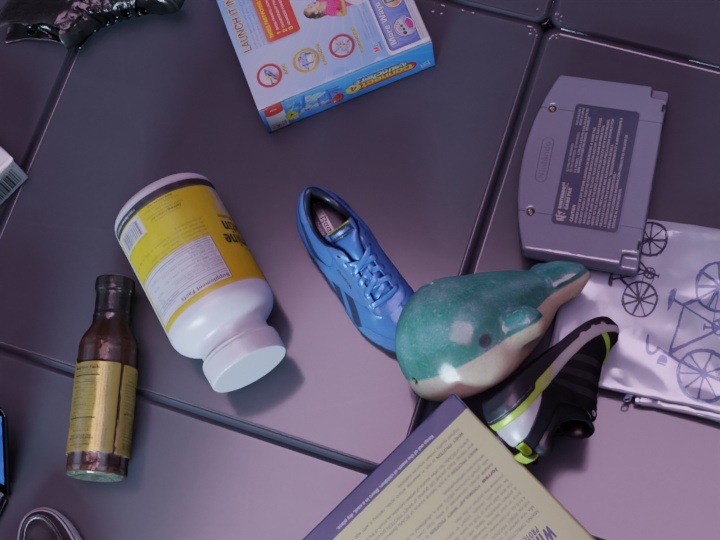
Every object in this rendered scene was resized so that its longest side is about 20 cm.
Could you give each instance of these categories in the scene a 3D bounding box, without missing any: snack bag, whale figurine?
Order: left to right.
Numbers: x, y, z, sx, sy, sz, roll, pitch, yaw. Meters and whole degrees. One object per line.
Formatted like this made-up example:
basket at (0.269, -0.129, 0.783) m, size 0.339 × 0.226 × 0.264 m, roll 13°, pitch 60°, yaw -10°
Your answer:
whale figurine at (0.118, 0.036, 1.253) m, size 0.199 × 0.159 × 0.104 m, roll -34°, pitch 99°, yaw -20°
snack bag at (0.285, 0.041, 1.300) m, size 0.197 × 0.021 × 0.191 m, roll 10°, pitch 73°, yaw 14°

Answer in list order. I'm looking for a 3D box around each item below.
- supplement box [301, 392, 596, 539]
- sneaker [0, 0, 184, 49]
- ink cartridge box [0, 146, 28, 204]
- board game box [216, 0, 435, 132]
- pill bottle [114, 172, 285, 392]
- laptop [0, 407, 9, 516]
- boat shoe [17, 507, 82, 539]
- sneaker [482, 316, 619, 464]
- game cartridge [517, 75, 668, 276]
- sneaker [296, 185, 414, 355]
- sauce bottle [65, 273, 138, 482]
supplement box at (0.085, 0.261, 1.192) m, size 0.200 × 0.134 × 0.200 m, roll -43°, pitch 71°, yaw -8°
sneaker at (-0.295, -0.281, 1.466) m, size 0.198 × 0.060 × 0.105 m, roll 17°, pitch 73°, yaw 18°
ink cartridge box at (-0.463, -0.132, 1.442) m, size 0.200 × 0.050 × 0.109 m, roll 41°, pitch 82°, yaw 19°
board game box at (-0.046, -0.276, 1.430) m, size 0.194 × 0.056 × 0.202 m, roll -21°, pitch 70°, yaw 0°
pill bottle at (-0.153, 0.013, 1.318) m, size 0.111 × 0.112 × 0.201 m, roll -30°, pitch 71°, yaw -3°
laptop at (-0.442, 0.205, 1.298) m, size 0.175 × 0.103 × 0.202 m, roll 21°, pitch 76°, yaw 14°
boat shoe at (-0.290, 0.318, 1.259) m, size 0.069 × 0.066 × 0.202 m, roll -13°, pitch 71°, yaw 3°
sneaker at (0.183, 0.114, 1.212) m, size 0.199 × 0.072 × 0.083 m, roll -32°, pitch 82°, yaw -43°
game cartridge at (0.226, -0.097, 1.335) m, size 0.131 × 0.042 × 0.202 m, roll 8°, pitch 67°, yaw 18°
sneaker at (0.000, 0.000, 1.322) m, size 0.066 × 0.079 × 0.201 m, roll -35°, pitch 72°, yaw -7°
sauce bottle at (-0.250, 0.105, 1.327) m, size 0.064 × 0.065 × 0.203 m, roll 1°, pitch 71°, yaw 8°
